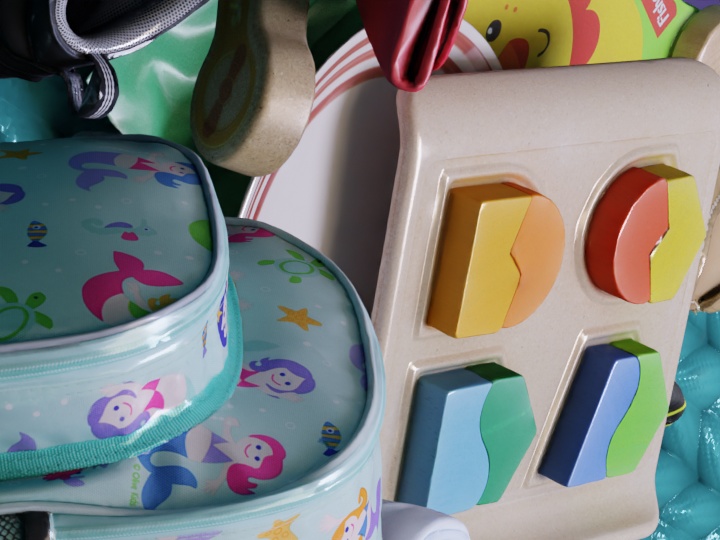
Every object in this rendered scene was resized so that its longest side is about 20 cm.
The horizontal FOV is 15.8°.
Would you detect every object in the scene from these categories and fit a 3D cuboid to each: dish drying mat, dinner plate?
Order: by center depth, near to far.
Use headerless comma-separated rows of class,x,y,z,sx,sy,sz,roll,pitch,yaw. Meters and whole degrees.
dish drying mat,0.019,-0.107,0.830,0.200,0.018,0.077,-103,-152,-76
dinner plate,0.000,0.000,0.961,0.200,0.024,0.201,-32,129,-50

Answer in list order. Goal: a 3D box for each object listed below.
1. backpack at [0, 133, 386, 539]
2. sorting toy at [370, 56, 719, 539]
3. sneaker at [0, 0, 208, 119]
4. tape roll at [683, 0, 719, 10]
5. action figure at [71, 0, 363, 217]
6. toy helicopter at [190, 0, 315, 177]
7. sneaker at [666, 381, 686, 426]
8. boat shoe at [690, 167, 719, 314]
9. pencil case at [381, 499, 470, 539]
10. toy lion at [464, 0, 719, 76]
backpack,-0.090,0.046,0.766,0.178,0.200,0.151,-98,-168,-61
sorting toy,0.074,0.022,1.001,0.185,0.036,0.200,-8,110,-44
sneaker,-0.078,-0.144,0.784,0.075,0.114,0.200,6,103,-48
tape roll,0.231,-0.173,1.243,0.200,0.085,0.200,-32,131,-44
action figure,-0.025,-0.097,0.945,0.200,0.055,0.118,-52,141,-26
toy helicopter,-0.019,-0.129,0.814,0.079,0.132,0.200,15,74,-36
sneaker,0.097,0.036,1.166,0.075,0.077,0.200,-24,160,-2
boat shoe,0.164,-0.016,1.184,0.200,0.066,0.074,-38,151,-72
pencil case,-0.057,0.105,0.876,0.083,0.200,0.091,-57,148,-37
toy lion,0.070,-0.087,1.088,0.192,0.069,0.200,-52,144,-13
